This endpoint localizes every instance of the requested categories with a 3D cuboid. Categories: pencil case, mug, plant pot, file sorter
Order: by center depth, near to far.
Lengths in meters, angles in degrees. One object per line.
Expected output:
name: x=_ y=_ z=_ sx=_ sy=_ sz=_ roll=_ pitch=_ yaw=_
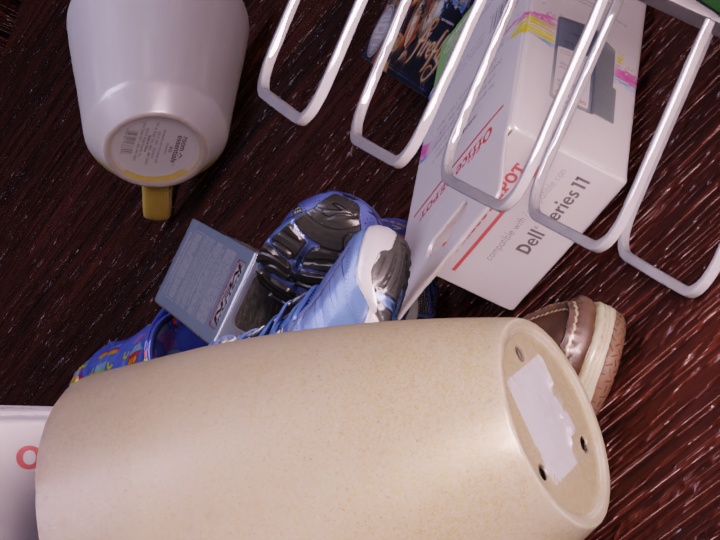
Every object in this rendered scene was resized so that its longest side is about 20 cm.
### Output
plant pot: x=-0.003 y=0.098 z=1.146 sx=0.200 sy=0.187 sz=0.187 roll=-23 pitch=35 yaw=25
file sorter: x=0.070 y=-0.088 z=1.150 sx=0.125 sy=0.200 sz=0.139 roll=-66 pitch=15 yaw=5
pencil case: x=-0.137 y=0.073 z=1.823 sx=0.200 sy=0.078 sz=0.087 roll=149 pitch=114 yaw=-64
mug: x=-0.154 y=-0.138 z=2.174 sx=0.149 sy=0.187 sz=0.153 roll=-23 pitch=43 yaw=19

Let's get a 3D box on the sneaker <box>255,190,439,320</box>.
sneaker: x=0.000 y=0.000 z=1.384 sx=0.078 sy=0.075 sz=0.200 roll=-59 pitch=-14 yaw=-15

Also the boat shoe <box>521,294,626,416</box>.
boat shoe: x=0.044 y=0.067 z=1.232 sx=0.202 sy=0.075 sz=0.075 roll=-48 pitch=23 yaw=48

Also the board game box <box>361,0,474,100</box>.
board game box: x=0.062 y=-0.169 z=1.613 sx=0.136 sy=0.035 sz=0.200 roll=-64 pitch=15 yaw=5

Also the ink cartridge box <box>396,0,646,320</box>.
ink cartridge box: x=0.081 y=-0.065 z=1.327 sx=0.117 sy=0.067 sz=0.200 roll=-51 pitch=20 yaw=45

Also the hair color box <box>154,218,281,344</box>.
hair color box: x=-0.050 y=0.025 z=1.568 sx=0.061 sy=0.099 sz=0.200 roll=-64 pitch=15 yaw=1

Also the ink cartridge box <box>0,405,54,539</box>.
ink cartridge box: x=-0.138 y=0.172 z=1.428 sx=0.145 sy=0.147 sz=0.200 roll=179 pitch=92 yaw=-74

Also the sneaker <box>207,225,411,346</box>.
sneaker: x=-0.041 y=0.056 z=1.282 sx=0.200 sy=0.077 sz=0.076 roll=-58 pitch=2 yaw=28

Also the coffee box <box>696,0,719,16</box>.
coffee box: x=0.209 y=-0.186 z=1.042 sx=0.123 sy=0.044 sz=0.200 roll=18 pitch=82 yaw=49
